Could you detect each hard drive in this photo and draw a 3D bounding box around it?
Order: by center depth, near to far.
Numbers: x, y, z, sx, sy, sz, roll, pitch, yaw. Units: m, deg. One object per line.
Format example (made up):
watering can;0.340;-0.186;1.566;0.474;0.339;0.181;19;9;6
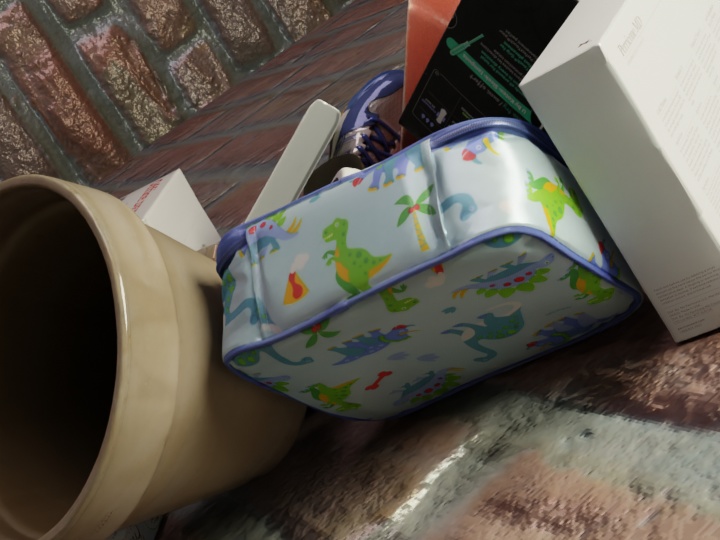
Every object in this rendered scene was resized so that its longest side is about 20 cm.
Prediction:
hard drive;-0.060;-0.070;1.097;0.133;0.027;0.200;-61;5;3

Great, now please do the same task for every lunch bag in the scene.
lunch bag;0.035;0.007;0.721;0.199;0.160;0.083;-26;58;30

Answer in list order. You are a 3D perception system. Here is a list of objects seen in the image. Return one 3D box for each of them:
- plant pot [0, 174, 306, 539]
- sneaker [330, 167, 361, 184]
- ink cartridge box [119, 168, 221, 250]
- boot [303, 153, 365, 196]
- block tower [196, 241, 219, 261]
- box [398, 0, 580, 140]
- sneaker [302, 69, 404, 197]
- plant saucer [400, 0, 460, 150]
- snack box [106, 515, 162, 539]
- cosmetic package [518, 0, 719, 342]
plant pot;-0.126;0.059;0.780;0.199;0.202;0.173;-21;-21;40
sneaker;0.007;0.035;0.863;0.073;0.111;0.201;-81;13;-48
ink cartridge box;-0.218;0.012;1.087;0.199;0.083;0.147;-25;16;11
boot;0.000;0.000;1.009;0.073;0.076;0.201;-22;35;17
block tower;-0.048;0.001;0.945;0.198;0.058;0.054;-17;48;29
box;0.138;-0.153;0.926;0.148;0.124;0.200;-43;-10;-33
sneaker;0.003;-0.072;1.140;0.201;0.075;0.088;-62;18;-2
plant saucer;0.063;-0.134;1.105;0.036;0.202;0.200;5;22;9
snack box;-0.197;0.193;0.808;0.141;0.053;0.200;-29;15;11
cosmetic package;0.165;-0.080;0.719;0.051;0.152;0.200;-23;17;33
